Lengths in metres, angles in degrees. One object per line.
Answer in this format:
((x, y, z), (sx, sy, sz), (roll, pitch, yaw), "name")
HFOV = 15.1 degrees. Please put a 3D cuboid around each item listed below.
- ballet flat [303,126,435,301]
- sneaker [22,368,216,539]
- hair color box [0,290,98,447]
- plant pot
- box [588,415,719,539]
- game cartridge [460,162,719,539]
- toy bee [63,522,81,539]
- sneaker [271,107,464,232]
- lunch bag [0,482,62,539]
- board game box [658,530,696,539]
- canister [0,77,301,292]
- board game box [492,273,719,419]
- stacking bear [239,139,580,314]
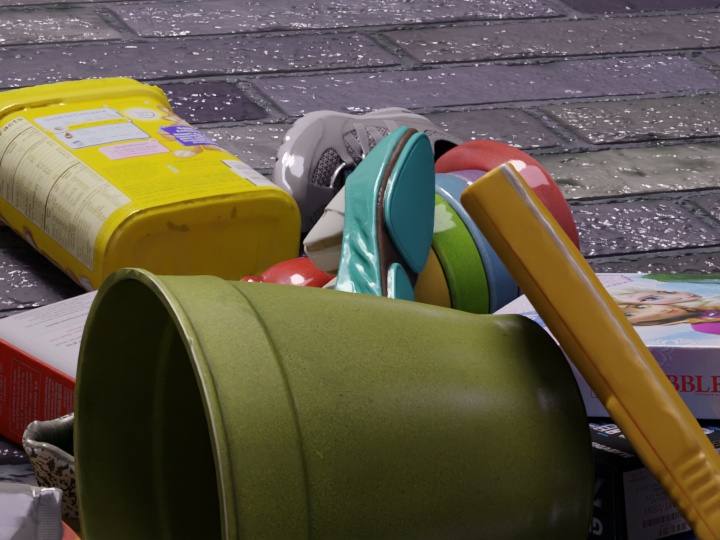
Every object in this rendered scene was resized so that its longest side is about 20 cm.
((0.000, 0.000, 1.488), (0.070, 0.067, 0.200), (-10, 47, 17), "ballet flat")
((-0.074, 0.069, 1.305), (0.200, 0.089, 0.077), (-27, 52, -1), "sneaker")
((-0.107, 0.077, 1.450), (0.101, 0.061, 0.200), (-17, 30, -41), "hair color box")
((-0.006, 0.091, 1.215), (0.193, 0.200, 0.200), (-5, 24, -23), "plant pot")
((0.155, 0.088, 1.438), (0.198, 0.050, 0.200), (-9, 12, -31), "box")
((0.125, 0.056, 1.237), (0.200, 0.032, 0.176), (58, 6, 19), "game cartridge")
((-0.218, 0.119, 1.265), (0.200, 0.109, 0.131), (1, 24, -9), "toy bee")
((0.011, -0.069, 1.811), (0.082, 0.075, 0.200), (16, 24, 29), "sneaker")
((-0.217, 0.162, 1.083), (0.164, 0.200, 0.118), (7, 62, -15), "lunch bag")
((0.172, 0.179, 1.276), (0.200, 0.045, 0.152), (-12, 27, -36), "board game box")
((-0.146, -0.046, 1.712), (0.148, 0.087, 0.200), (-10, 28, -31), "canister")
((0.171, 0.038, 1.463), (0.199, 0.041, 0.200), (0, 10, 21), "board game box")
((0.019, 0.008, 1.585), (0.200, 0.121, 0.114), (-24, -1, -30), "stacking bear")
